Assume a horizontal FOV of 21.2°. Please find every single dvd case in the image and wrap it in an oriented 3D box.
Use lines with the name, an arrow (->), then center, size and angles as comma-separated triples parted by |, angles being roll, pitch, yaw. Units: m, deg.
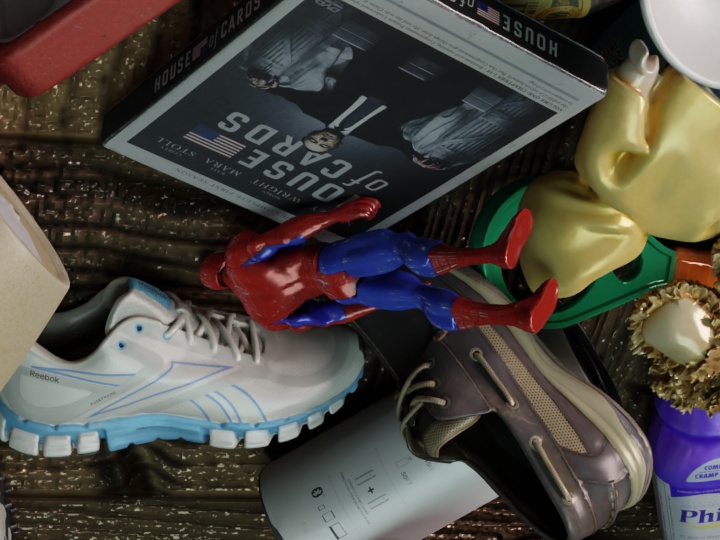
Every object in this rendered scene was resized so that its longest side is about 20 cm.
dvd case -> -0.007, -0.077, 0.891 | 0.150, 0.025, 0.200 | 23, 146, -29

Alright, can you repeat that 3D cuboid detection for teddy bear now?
teddy bear -> 0.213, 0.027, 0.989 | 0.199, 0.067, 0.145 | 8, 129, -39

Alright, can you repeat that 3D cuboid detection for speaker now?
speaker -> 0.046, 0.097, 1.072 | 0.199, 0.081, 0.081 | -31, 130, 13

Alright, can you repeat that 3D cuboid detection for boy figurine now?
boy figurine -> 0.153, -0.060, 0.905 | 0.124, 0.065, 0.200 | 24, 123, -34

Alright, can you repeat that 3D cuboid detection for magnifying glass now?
magnifying glass -> 0.146, -0.004, 1.033 | 0.199, 0.022, 0.080 | 7, 95, -26

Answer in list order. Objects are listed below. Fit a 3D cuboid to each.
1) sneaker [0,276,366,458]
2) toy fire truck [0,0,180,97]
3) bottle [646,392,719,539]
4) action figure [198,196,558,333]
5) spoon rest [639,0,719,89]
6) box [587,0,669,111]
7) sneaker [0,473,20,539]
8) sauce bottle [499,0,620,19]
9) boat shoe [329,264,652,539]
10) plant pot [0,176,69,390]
sneaker -> -0.095, 0.042, 0.998 | 0.198, 0.075, 0.087 | -7, 126, -8
toy fire truck -> -0.137, -0.129, 0.771 | 0.199, 0.168, 0.112 | -31, 130, 13
bottle -> 0.210, 0.106, 1.128 | 0.083, 0.066, 0.201 | -12, 132, 3
action figure -> 0.000, 0.000, 0.945 | 0.199, 0.052, 0.066 | -1, 131, 33
spoon rest -> 0.150, -0.171, 0.782 | 0.099, 0.061, 0.201 | -16, 108, -9
box -> 0.206, -0.073, 0.984 | 0.199, 0.049, 0.082 | 28, 119, -32
sneaker -> -0.238, 0.129, 1.044 | 0.090, 0.067, 0.201 | -9, 128, -2
sauce bottle -> 0.080, -0.146, 0.878 | 0.198, 0.066, 0.066 | -4, 131, -8
boat shoe -> 0.056, 0.060, 0.978 | 0.073, 0.200, 0.075 | -40, 161, -36
plant pot -> -0.241, 0.031, 0.896 | 0.200, 0.188, 0.188 | -36, 130, 1
